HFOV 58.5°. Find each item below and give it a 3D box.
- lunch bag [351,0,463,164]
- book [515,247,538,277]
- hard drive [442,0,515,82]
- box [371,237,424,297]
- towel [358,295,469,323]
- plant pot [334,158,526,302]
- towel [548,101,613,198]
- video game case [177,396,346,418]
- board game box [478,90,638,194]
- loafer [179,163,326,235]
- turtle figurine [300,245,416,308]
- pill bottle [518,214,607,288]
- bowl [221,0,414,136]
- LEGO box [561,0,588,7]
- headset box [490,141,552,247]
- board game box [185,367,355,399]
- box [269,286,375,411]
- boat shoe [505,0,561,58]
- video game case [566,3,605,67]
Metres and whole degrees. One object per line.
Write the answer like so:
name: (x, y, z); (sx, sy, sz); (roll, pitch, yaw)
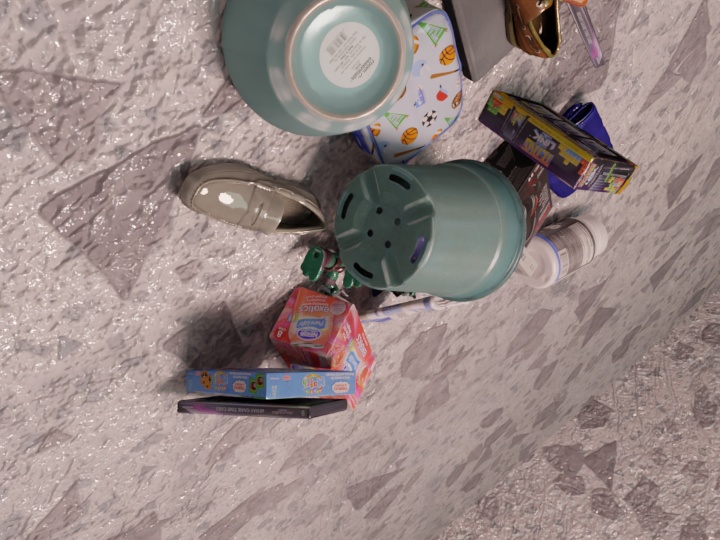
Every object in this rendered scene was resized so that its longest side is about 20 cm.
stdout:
lunch bag: (0.043, -0.225, 0.784); (0.160, 0.076, 0.200); (-38, 146, -4)
book: (0.181, -0.065, 1.008); (0.048, 0.133, 0.200); (-56, 133, -8)
hard drive: (0.167, -0.358, 0.817); (0.139, 0.033, 0.200); (-43, 147, -4)
box: (0.102, -0.032, 1.098); (0.199, 0.032, 0.122); (-32, 145, -19)
towel: (0.069, 0.065, 1.046); (0.199, 0.024, 0.146); (-15, 173, 33)
plant pot: (0.081, -0.053, 0.832); (0.195, 0.200, 0.201); (-2, 128, -52)
towel: (0.397, -0.224, 1.211); (0.148, 0.050, 0.200); (-46, 148, 13)
video game case: (-0.136, 0.193, 0.920); (0.143, 0.198, 0.019); (21, 69, -70)
board game box: (0.305, -0.196, 0.992); (0.165, 0.200, 0.057); (-4, 131, -45)
loafer: (-0.119, -0.079, 0.762); (0.199, 0.070, 0.070); (0, 126, -48)
turtle figurine: (0.000, 0.000, 0.961); (0.149, 0.102, 0.200); (-9, 172, 22)
pill bottle: (0.430, -0.047, 1.373); (0.199, 0.114, 0.114); (-23, 141, -32)
bowl: (-0.028, -0.214, 0.621); (0.199, 0.105, 0.202); (-8, 120, -15)
LEGO box: (0.119, -0.336, 0.622); (0.198, 0.149, 0.078); (5, 124, -24)
headset box: (0.266, -0.107, 1.133); (0.149, 0.075, 0.200); (-55, 149, -11)
board game box: (-0.128, 0.155, 0.898); (0.151, 0.199, 0.037); (7, 81, -43)
box: (-0.054, 0.125, 1.004); (0.095, 0.102, 0.201); (-62, 155, -26)
boat shoe: (0.213, -0.345, 0.787); (0.072, 0.068, 0.200); (-44, 146, 1)
video game case: (0.270, -0.371, 0.832); (0.019, 0.144, 0.200); (-20, 157, 25)
